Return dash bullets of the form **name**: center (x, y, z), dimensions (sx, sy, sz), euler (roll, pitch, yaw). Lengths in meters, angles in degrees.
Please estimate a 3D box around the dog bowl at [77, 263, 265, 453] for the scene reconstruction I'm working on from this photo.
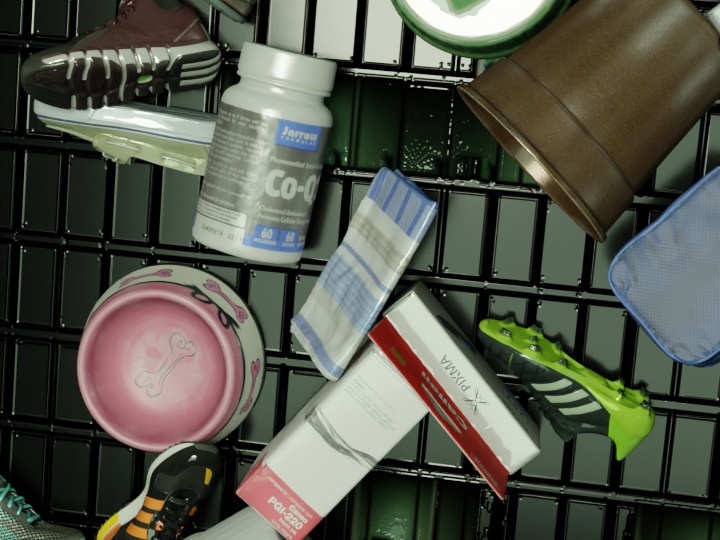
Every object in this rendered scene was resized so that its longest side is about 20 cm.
- **dog bowl**: center (-0.201, 0.097, 1.525), dimensions (0.199, 0.074, 0.202), euler (1, 98, 8)

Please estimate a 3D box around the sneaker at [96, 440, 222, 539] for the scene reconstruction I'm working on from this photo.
- **sneaker**: center (-0.197, 0.259, 1.511), dimensions (0.070, 0.090, 0.200), euler (19, 126, -35)

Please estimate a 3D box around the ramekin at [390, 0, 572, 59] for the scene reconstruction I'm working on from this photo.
- **ramekin**: center (0.112, -0.302, 1.414), dimensions (0.199, 0.098, 0.201), euler (1, 97, 8)

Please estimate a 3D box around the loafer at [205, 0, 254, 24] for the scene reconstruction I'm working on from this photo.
- **loafer**: center (-0.178, -0.326, 1.471), dimensions (0.200, 0.072, 0.063), euler (39, 95, 4)

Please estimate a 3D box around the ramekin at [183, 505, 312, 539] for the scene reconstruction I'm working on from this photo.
- **ramekin**: center (-0.083, 0.326, 1.478), dimensions (0.097, 0.200, 0.201), euler (-34, 92, 4)

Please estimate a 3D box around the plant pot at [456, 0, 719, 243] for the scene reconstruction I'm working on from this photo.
- **plant pot**: center (0.226, -0.165, 1.376), dimensions (0.198, 0.200, 0.200), euler (-44, 90, 4)

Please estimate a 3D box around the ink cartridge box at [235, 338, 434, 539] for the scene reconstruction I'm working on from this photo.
- **ink cartridge box**: center (-0.017, 0.156, 1.468), dimensions (0.085, 0.146, 0.200), euler (42, 102, -2)

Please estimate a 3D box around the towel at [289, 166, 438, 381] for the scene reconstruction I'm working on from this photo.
- **towel**: center (0.000, 0.000, 1.451), dimensions (0.024, 0.147, 0.201), euler (27, 99, -23)

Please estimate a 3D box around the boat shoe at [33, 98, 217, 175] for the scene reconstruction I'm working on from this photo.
- **boat shoe**: center (-0.235, -0.138, 1.502), dimensions (0.199, 0.072, 0.062), euler (10, 104, 6)

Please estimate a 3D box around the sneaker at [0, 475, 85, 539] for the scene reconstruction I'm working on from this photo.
- **sneaker**: center (-0.386, 0.256, 1.574), dimensions (0.199, 0.078, 0.092), euler (10, 95, 5)

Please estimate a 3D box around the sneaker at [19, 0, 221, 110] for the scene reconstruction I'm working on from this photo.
- **sneaker**: center (-0.245, -0.227, 1.467), dimensions (0.199, 0.076, 0.116), euler (-8, 59, -24)

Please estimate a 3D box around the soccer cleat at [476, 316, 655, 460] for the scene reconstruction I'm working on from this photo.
- **soccer cleat**: center (0.195, 0.118, 1.476), dimensions (0.199, 0.068, 0.081), euler (30, 113, 3)

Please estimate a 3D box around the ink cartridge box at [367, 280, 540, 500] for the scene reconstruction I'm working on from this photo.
- **ink cartridge box**: center (0.096, 0.109, 1.430), dimensions (0.045, 0.176, 0.200), euler (-39, 91, 11)

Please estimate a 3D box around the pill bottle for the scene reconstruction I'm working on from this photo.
- **pill bottle**: center (-0.090, -0.117, 1.460), dimensions (0.113, 0.114, 0.201), euler (15, 100, 6)

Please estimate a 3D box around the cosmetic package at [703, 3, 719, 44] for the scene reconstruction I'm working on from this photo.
- **cosmetic package**: center (0.434, -0.199, 1.347), dimensions (0.167, 0.166, 0.200), euler (-36, 90, 11)

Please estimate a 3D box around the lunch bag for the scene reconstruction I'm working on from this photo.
- **lunch bag**: center (0.345, -0.008, 1.404), dimensions (0.200, 0.132, 0.136), euler (-40, 75, 12)
